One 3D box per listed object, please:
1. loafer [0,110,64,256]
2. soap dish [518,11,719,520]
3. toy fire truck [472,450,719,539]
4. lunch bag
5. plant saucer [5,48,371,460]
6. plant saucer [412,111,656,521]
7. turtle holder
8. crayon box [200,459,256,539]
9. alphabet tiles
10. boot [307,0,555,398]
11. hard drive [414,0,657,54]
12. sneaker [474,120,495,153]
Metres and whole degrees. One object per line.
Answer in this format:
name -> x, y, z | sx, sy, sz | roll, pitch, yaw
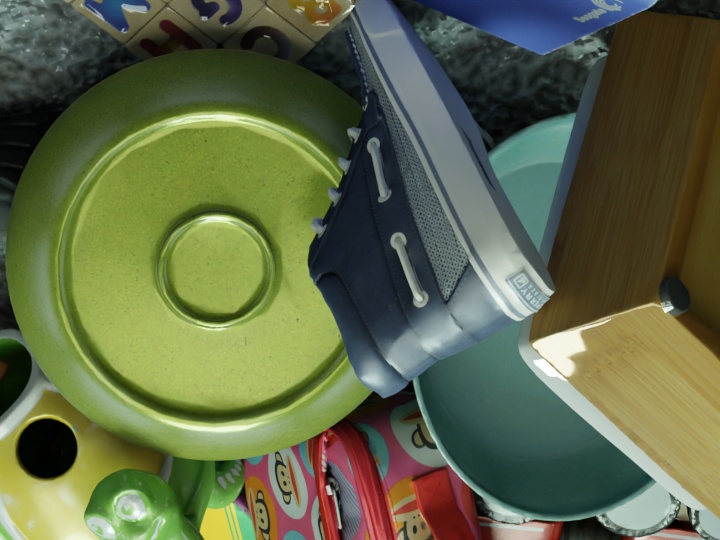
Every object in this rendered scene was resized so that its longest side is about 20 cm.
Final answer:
loafer -> -0.180, -0.037, 1.050 | 0.200, 0.068, 0.070 | 2, 140, 7
soap dish -> 0.160, -0.006, 0.968 | 0.081, 0.200, 0.157 | -20, 130, 42
toy fire truck -> 0.127, 0.151, 1.179 | 0.176, 0.129, 0.200 | 6, 121, -3
lunch bag -> 0.014, 0.160, 1.103 | 0.082, 0.176, 0.200 | -15, 98, -27
plant saucer -> -0.068, -0.003, 0.997 | 0.200, 0.031, 0.200 | -1, 101, -4
plant saucer -> 0.099, 0.021, 1.042 | 0.200, 0.200, 0.036 | 40, 165, -28
turtle holder -> -0.151, 0.109, 1.096 | 0.141, 0.186, 0.132 | -32, 126, 12
crayon box -> -0.124, 0.173, 1.234 | 0.200, 0.058, 0.119 | -28, 125, 25
alphabet tiles -> -0.082, -0.171, 0.964 | 0.200, 0.006, 0.166 | 36, 123, -26
boot -> 0.009, -0.040, 0.938 | 0.090, 0.200, 0.073 | -32, 135, 11
hard drive -> 0.017, -0.150, 0.907 | 0.200, 0.025, 0.132 | 21, 170, -15
sneaker -> 0.000, 0.000, 1.061 | 0.077, 0.080, 0.200 | 28, 123, -20
